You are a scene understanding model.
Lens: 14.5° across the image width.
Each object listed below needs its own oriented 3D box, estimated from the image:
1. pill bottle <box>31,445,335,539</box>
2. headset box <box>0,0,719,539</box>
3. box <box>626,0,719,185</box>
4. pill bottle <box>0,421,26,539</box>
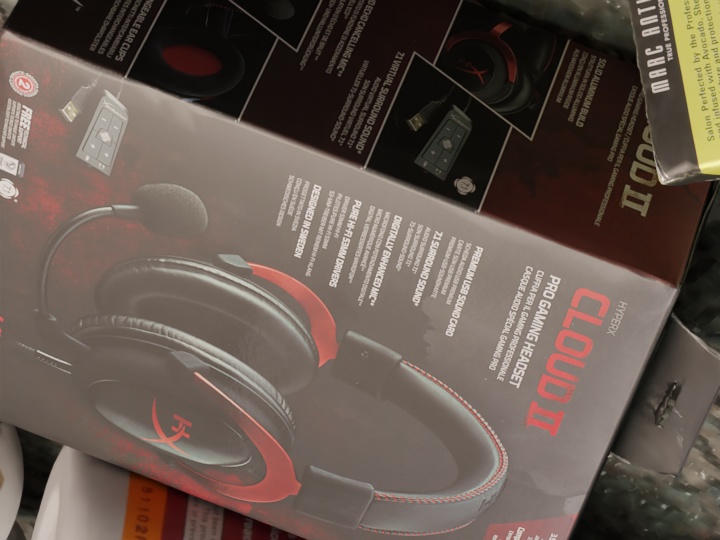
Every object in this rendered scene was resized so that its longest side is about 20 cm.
[{"bbox_3d":[0.000,0.119,0.834,0.199,0.113,0.113,13,139,-10],"label":"pill bottle"},{"bbox_3d":[0.000,0.000,0.755,0.199,0.075,0.149,21,137,2],"label":"headset box"},{"bbox_3d":[0.154,-0.073,0.611,0.199,0.050,0.076,-14,86,33],"label":"box"},{"bbox_3d":[-0.163,0.049,0.847,0.114,0.115,0.201,3,134,21],"label":"pill bottle"}]
